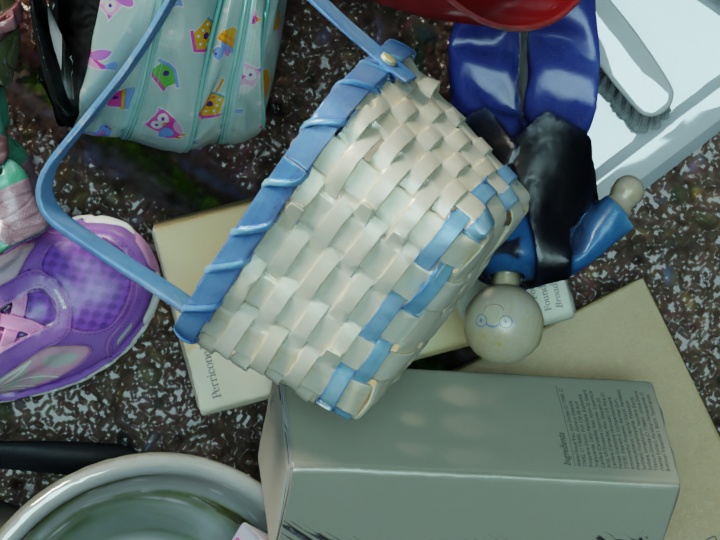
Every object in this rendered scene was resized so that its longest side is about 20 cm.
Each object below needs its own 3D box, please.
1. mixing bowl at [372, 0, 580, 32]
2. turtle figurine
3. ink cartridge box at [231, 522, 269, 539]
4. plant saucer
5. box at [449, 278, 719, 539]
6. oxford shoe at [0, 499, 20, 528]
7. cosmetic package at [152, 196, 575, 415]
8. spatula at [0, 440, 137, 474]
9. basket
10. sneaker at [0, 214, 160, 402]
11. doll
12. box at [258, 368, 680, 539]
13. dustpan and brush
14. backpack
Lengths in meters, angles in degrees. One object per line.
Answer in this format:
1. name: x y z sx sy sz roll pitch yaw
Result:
1. mixing bowl: 0.023 -0.203 1.378 0.108 0.200 0.201 -9 94 40
2. turtle figurine: -0.213 -0.110 1.438 0.100 0.150 0.201 -19 105 15
3. ink cartridge box: -0.058 0.241 1.478 0.119 0.042 0.200 30 89 -24
4. plant saucer: -0.115 0.185 1.492 0.199 0.050 0.201 -5 104 -19
5. box: 0.095 0.118 1.531 0.200 0.021 0.164 -26 94 -2
6. oxford shoe: -0.245 0.202 1.493 0.084 0.073 0.201 23 79 -2
7. cosmetic package: 0.000 0.000 1.496 0.199 0.071 0.106 -16 93 -3
8. spatula: -0.202 0.098 1.473 0.199 0.021 0.057 -2 138 -33
9. basket: -0.038 -0.038 1.380 0.200 0.139 0.176 38 113 -1
10. sneaker: -0.195 0.037 1.463 0.200 0.088 0.081 -24 92 9
11. doll: 0.072 -0.053 1.438 0.136 0.048 0.201 0 81 10
12. box: 0.053 0.100 1.456 0.199 0.082 0.069 4 129 -10
13. dustpan and brush: 0.113 -0.138 1.503 0.139 0.057 0.200 -37 94 -1
14. backpack: -0.097 -0.159 1.446 0.126 0.167 0.201 8 100 -4
